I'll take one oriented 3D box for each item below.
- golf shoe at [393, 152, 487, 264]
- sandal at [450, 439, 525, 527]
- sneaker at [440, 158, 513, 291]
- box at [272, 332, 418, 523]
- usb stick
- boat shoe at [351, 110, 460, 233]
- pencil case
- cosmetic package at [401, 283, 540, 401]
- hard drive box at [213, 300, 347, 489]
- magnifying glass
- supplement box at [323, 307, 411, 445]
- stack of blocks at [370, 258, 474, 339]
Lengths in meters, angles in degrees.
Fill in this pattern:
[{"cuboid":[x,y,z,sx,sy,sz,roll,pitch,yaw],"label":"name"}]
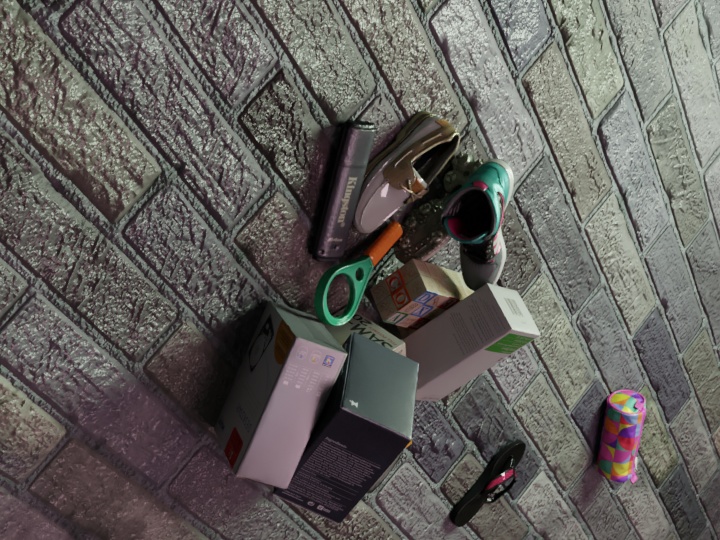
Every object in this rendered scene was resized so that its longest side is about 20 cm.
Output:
[{"cuboid":[0.132,-0.073,1.803,0.200,0.078,0.097,-49,147,-11],"label":"golf shoe"},{"cuboid":[0.247,0.400,2.253,0.200,0.045,0.075,-48,140,-14],"label":"sandal"},{"cuboid":[0.161,-0.047,1.706,0.121,0.084,0.200,-35,134,-56],"label":"sneaker"},{"cuboid":[-0.019,0.211,1.633,0.107,0.148,0.200,26,127,-13],"label":"box"},{"cuboid":[-0.024,-0.106,1.642,0.055,0.033,0.200,-6,118,-46],"label":"usb stick"},{"cuboid":[0.059,-0.131,1.688,0.200,0.068,0.075,-55,141,-6],"label":"boat shoe"},{"cuboid":[0.537,0.341,2.502,0.088,0.088,0.200,-28,131,-33],"label":"pencil case"},{"cuboid":[0.147,0.108,1.795,0.200,0.085,0.108,-37,156,24],"label":"cosmetic package"},{"cuboid":[-0.109,0.162,1.612,0.077,0.156,0.200,20,99,-22],"label":"hard drive box"},{"cuboid":[0.000,0.000,1.707,0.200,0.022,0.080,-50,132,-37],"label":"magnifying glass"},{"cuboid":[0.005,0.169,1.776,0.074,0.126,0.200,-31,134,-30],"label":"supplement box"},{"cuboid":[0.103,0.053,1.822,0.115,0.059,0.200,-37,150,26],"label":"stack of blocks"}]
